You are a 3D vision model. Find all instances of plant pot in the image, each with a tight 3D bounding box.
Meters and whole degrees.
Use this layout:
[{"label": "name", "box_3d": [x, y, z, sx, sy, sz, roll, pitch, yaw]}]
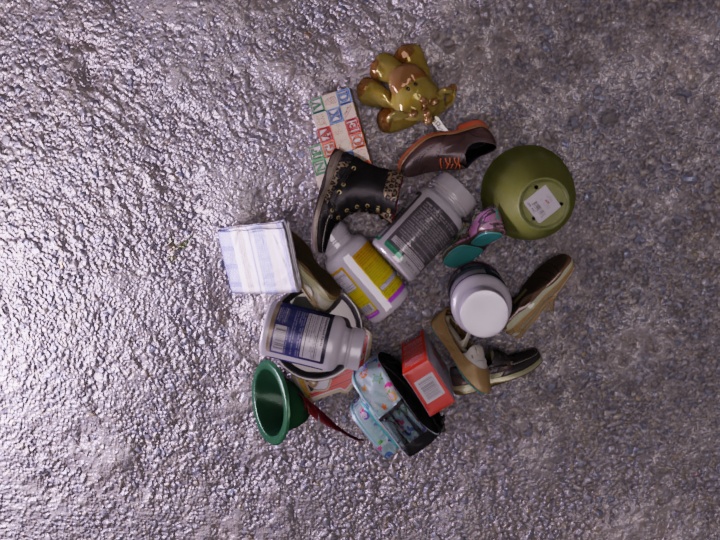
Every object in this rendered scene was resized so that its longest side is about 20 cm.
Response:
[{"label": "plant pot", "box_3d": [0.328, -0.135, 1.383, 0.184, 0.200, 0.190, 1, 102, 4]}]

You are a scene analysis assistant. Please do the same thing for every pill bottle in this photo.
[{"label": "pill bottle", "box_3d": [-0.092, 0.135, 1.451, 0.197, 0.111, 0.113, 13, 102, 2]}, {"label": "pill bottle", "box_3d": [0.232, 0.059, 1.430, 0.118, 0.200, 0.122, 1, 102, 4]}, {"label": "pill bottle", "box_3d": [0.127, -0.088, 1.440, 0.113, 0.113, 0.200, 44, 89, -6]}, {"label": "pill bottle", "box_3d": [0.000, 0.000, 1.483, 0.104, 0.104, 0.201, -39, 97, 10]}]

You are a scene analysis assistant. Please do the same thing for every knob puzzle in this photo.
[{"label": "knob puzzle", "box_3d": [-0.067, 0.173, 1.561, 0.216, 0.030, 0.223, 1, 101, 4]}]

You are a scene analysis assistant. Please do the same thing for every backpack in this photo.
[{"label": "backpack", "box_3d": [0.062, 0.270, 1.499, 0.150, 0.178, 0.201, -35, 89, 9]}]

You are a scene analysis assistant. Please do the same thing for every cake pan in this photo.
[{"label": "cake pan", "box_3d": [-0.091, 0.126, 1.526, 0.197, 0.037, 0.204, 0, 86, 2]}]

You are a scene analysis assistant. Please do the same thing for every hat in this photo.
[{"label": "hat", "box_3d": [-0.120, 0.284, 1.581, 0.174, 0.165, 0.203, -3, 77, -34]}]

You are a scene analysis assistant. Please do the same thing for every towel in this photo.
[{"label": "towel", "box_3d": [-0.204, -0.024, 1.487, 0.198, 0.024, 0.149, -3, 103, 38]}]

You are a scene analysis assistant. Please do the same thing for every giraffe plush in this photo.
[{"label": "giraffe plush", "box_3d": [0.094, -0.327, 1.378, 0.199, 0.162, 0.173, 36, 102, -3]}]

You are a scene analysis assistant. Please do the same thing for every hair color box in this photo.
[{"label": "hair color box", "box_3d": [0.132, 0.200, 1.465, 0.061, 0.200, 0.102, -32, 98, 9]}]

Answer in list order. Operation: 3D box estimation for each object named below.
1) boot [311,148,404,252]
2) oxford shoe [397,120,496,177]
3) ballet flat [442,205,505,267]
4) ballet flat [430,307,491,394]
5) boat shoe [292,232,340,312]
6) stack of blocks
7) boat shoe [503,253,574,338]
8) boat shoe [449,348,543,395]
[{"label": "boot", "box_3d": [-0.007, -0.119, 1.402, 0.148, 0.073, 0.203, 14, 86, 4]}, {"label": "oxford shoe", "box_3d": [0.167, -0.224, 1.415, 0.198, 0.073, 0.072, -25, 139, -3]}, {"label": "ballet flat", "box_3d": [0.222, -0.070, 1.440, 0.068, 0.200, 0.072, 10, 67, -17]}, {"label": "ballet flat", "box_3d": [0.207, 0.154, 1.468, 0.063, 0.068, 0.201, -55, 51, 26]}, {"label": "boat shoe", "box_3d": [-0.123, -0.004, 1.494, 0.201, 0.073, 0.063, 47, 120, 12]}, {"label": "stack of blocks", "box_3d": [-0.045, -0.246, 1.458, 0.113, 0.059, 0.203, -15, 100, 7]}, {"label": "boat shoe", "box_3d": [0.367, 0.056, 1.495, 0.076, 0.072, 0.200, 36, 110, -19]}, {"label": "boat shoe", "box_3d": [0.277, 0.195, 1.510, 0.198, 0.072, 0.067, -20, 97, -5]}]
